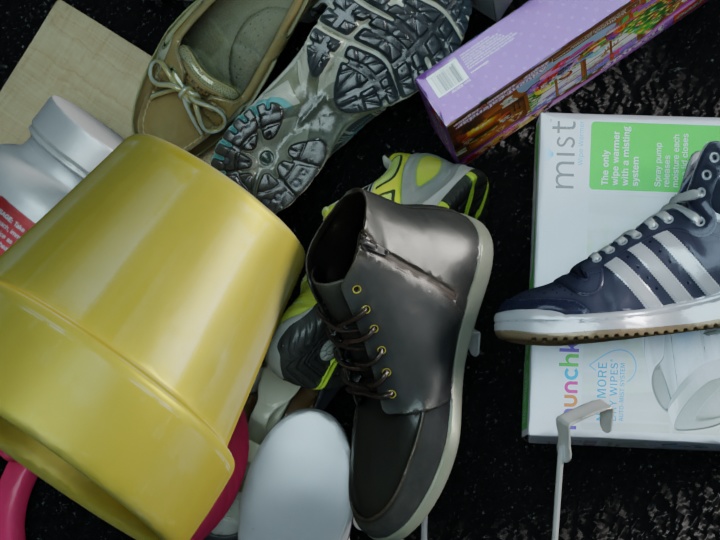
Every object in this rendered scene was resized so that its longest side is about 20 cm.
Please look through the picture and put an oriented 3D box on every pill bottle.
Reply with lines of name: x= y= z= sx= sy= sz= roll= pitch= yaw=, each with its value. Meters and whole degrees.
pill bottle: x=-0.216 y=-0.004 z=1.615 sx=0.112 sy=0.112 sz=0.200 roll=37 pitch=97 yaw=9

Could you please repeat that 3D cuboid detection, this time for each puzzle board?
puzzle board: x=-0.154 y=-0.062 z=1.680 sx=0.199 sy=0.017 sz=0.151 roll=32 pitch=88 yaw=9

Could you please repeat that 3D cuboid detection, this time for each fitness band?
fitness band: x=-0.155 y=0.129 z=1.610 sx=0.200 sy=0.037 sz=0.144 roll=-43 pitch=60 yaw=15

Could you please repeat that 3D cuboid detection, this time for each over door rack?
over door rack: x=0.064 y=0.149 z=1.542 sx=0.066 sy=0.148 sz=0.201 roll=0 pitch=109 yaw=-36

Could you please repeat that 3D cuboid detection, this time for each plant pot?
plant pot: x=-0.136 y=0.032 z=1.500 sx=0.200 sy=0.201 sz=0.189 roll=32 pitch=78 yaw=8

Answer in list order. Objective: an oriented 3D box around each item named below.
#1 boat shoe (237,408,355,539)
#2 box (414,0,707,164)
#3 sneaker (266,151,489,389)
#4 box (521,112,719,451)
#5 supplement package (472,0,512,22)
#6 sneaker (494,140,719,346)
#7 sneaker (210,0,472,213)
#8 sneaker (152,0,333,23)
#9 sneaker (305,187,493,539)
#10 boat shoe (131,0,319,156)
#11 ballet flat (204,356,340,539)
boat shoe: x=-0.038 y=0.180 z=1.594 sx=0.071 sy=0.066 sz=0.202 roll=1 pitch=99 yaw=2
box: x=0.130 y=-0.145 z=1.603 sx=0.199 sy=0.137 sz=0.039 roll=-34 pitch=80 yaw=1
sneaker: x=0.000 y=0.000 z=1.608 sx=0.076 sy=0.076 sz=0.200 roll=23 pitch=48 yaw=28
box: x=0.191 y=0.009 z=1.599 sx=0.175 sy=0.097 sz=0.202 roll=3 pitch=84 yaw=3
supplement package: x=0.044 y=-0.286 z=1.621 sx=0.199 sy=0.151 sz=0.152 roll=35 pitch=86 yaw=9
sneaker: x=0.171 y=-0.016 z=1.518 sx=0.198 sy=0.070 sz=0.109 roll=-7 pitch=88 yaw=-4
sneaker: x=-0.016 y=-0.120 z=1.618 sx=0.200 sy=0.086 sz=0.078 roll=-41 pitch=96 yaw=4
sneaker: x=-0.040 y=-0.205 z=1.661 sx=0.198 sy=0.066 sz=0.091 roll=9 pitch=86 yaw=9
sneaker: x=0.004 y=0.054 z=1.519 sx=0.075 sy=0.106 sz=0.202 roll=5 pitch=81 yaw=50
boat shoe: x=-0.081 y=-0.142 z=1.611 sx=0.073 sy=0.063 sz=0.201 roll=44 pitch=113 yaw=-2
ballet flat: x=-0.068 y=0.107 z=1.623 sx=0.073 sy=0.073 sz=0.201 roll=30 pitch=86 yaw=8
